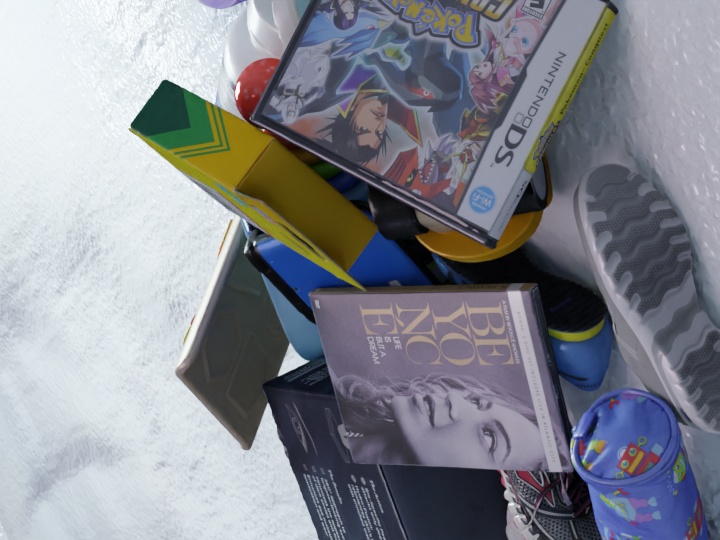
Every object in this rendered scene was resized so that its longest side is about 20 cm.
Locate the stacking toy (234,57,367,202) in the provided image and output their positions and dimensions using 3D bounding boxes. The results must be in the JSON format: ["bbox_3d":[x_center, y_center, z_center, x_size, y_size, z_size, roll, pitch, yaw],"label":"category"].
[{"bbox_3d":[-0.034,-0.104,1.586,0.085,0.085,0.200,42,178,40],"label":"stacking toy"}]

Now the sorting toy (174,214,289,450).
[{"bbox_3d":[-0.108,0.045,1.838,0.036,0.186,0.200,12,158,20],"label":"sorting toy"}]

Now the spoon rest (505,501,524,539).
[{"bbox_3d":[0.142,0.182,1.689,0.099,0.061,0.200,25,148,56],"label":"spoon rest"}]

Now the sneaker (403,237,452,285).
[{"bbox_3d":[0.021,-0.011,1.708,0.083,0.072,0.200,57,169,-27],"label":"sneaker"}]

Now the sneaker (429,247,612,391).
[{"bbox_3d":[0.118,0.026,1.563,0.200,0.066,0.079,39,149,43],"label":"sneaker"}]

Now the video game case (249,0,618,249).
[{"bbox_3d":[0.047,-0.139,1.378,0.200,0.181,0.025,29,-177,22],"label":"video game case"}]

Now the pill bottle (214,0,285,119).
[{"bbox_3d":[-0.057,-0.155,1.671,0.120,0.119,0.200,52,150,25],"label":"pill bottle"}]

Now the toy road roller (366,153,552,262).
[{"bbox_3d":[0.073,-0.106,1.458,0.146,0.122,0.201,25,-124,-69],"label":"toy road roller"}]

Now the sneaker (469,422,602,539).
[{"bbox_3d":[0.144,0.151,1.576,0.200,0.081,0.075,50,150,-11],"label":"sneaker"}]

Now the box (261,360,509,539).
[{"bbox_3d":[0.030,0.174,1.813,0.200,0.117,0.197,2,115,64],"label":"box"}]

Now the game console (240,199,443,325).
[{"bbox_3d":[0.000,0.000,1.643,0.170,0.119,0.200,-20,128,32],"label":"game console"}]

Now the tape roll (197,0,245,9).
[{"bbox_3d":[-0.112,-0.322,1.667,0.200,0.085,0.201,43,147,37],"label":"tape roll"}]

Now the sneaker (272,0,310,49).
[{"bbox_3d":[0.011,-0.158,1.539,0.200,0.082,0.074,46,-152,-40],"label":"sneaker"}]

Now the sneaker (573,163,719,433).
[{"bbox_3d":[0.191,0.024,1.402,0.082,0.075,0.201,-14,101,63],"label":"sneaker"}]

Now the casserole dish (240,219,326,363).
[{"bbox_3d":[-0.042,-0.016,1.796,0.039,0.121,0.201,-15,102,33],"label":"casserole dish"}]

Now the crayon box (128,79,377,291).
[{"bbox_3d":[-0.072,-0.064,1.492,0.127,0.051,0.200,40,175,-39],"label":"crayon box"}]

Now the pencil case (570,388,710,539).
[{"bbox_3d":[0.201,0.167,1.452,0.087,0.078,0.200,11,147,27],"label":"pencil case"}]

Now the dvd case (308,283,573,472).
[{"bbox_3d":[0.061,0.082,1.542,0.199,0.016,0.149,-2,112,34],"label":"dvd case"}]
